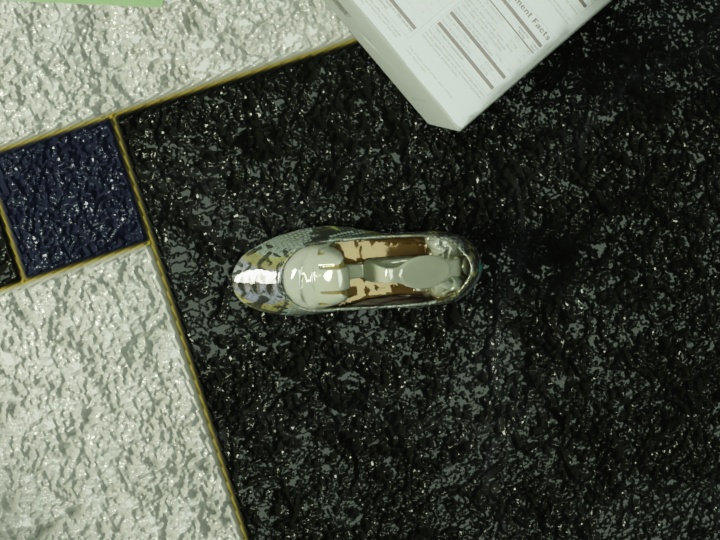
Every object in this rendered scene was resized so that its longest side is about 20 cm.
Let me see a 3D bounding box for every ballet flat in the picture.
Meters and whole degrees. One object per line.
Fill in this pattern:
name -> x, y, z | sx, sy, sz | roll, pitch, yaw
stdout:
ballet flat -> 0.000, 0.000, 1.660 | 0.200, 0.072, 0.072 | -4, 97, -7

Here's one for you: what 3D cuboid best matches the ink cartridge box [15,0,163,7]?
ink cartridge box -> -0.214, -0.303, 1.606 | 0.145, 0.048, 0.200 | 2, 94, -9

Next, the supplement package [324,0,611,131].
supplement package -> 0.090, -0.228, 1.603 | 0.200, 0.152, 0.151 | -41, 100, -2
